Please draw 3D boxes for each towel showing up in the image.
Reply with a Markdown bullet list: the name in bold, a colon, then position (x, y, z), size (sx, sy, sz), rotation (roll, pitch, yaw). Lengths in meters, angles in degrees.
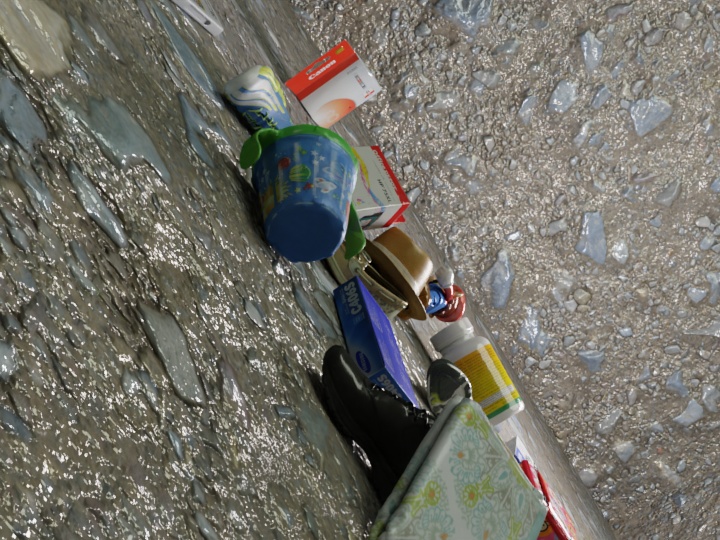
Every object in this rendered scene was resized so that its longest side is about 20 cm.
- **towel**: position (0.100, 0.249, 0.971), size (0.172, 0.048, 0.201), rotation (53, 50, -19)

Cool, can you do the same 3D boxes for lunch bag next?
- **lunch bag**: position (0.315, 0.433, 1.774), size (0.177, 0.081, 0.200), rotation (54, 8, -7)

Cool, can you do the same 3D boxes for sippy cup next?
- **sippy cup**: position (-0.068, -0.085, 1.190), size (0.131, 0.175, 0.141), rotation (-94, -162, -49)

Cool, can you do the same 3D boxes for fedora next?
- **fedora**: position (0.061, -0.009, 1.580), size (0.201, 0.082, 0.201), rotation (46, -11, 11)

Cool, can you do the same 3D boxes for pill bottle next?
- **pill bottle**: position (0.213, 0.196, 1.839), size (0.202, 0.112, 0.113), rotation (61, 9, 12)

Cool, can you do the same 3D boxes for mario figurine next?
- **mario figurine**: position (0.120, 0.040, 1.794), size (0.199, 0.122, 0.108), rotation (4, 92, -63)

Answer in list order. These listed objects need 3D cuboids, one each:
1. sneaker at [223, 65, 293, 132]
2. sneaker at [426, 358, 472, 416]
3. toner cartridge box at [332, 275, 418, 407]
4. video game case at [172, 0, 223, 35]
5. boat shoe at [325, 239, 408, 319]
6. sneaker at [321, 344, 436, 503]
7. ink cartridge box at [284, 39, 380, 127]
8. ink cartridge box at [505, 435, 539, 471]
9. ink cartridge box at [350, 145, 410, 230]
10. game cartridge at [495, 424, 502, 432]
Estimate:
- **sneaker**: position (-0.133, -0.228, 1.419), size (0.106, 0.075, 0.200), rotation (60, 8, 3)
- **sneaker**: position (0.145, 0.205, 1.614), size (0.085, 0.074, 0.201), rotation (60, -2, 48)
- **toner cartridge box**: position (0.018, 0.103, 1.291), size (0.095, 0.043, 0.201), rotation (52, 11, -33)
- **video game case**: position (-0.291, -0.471, 1.494), size (0.202, 0.023, 0.182), rotation (62, 9, 10)
- **boat shoe**: position (0.000, 0.000, 1.454), size (0.201, 0.062, 0.074), rotation (52, 11, -39)
- **sneaker**: position (0.031, 0.160, 1.033), size (0.201, 0.090, 0.076), rotation (58, 11, -2)
- **ink cartridge box**: position (-0.054, -0.392, 2.091), size (0.051, 0.161, 0.200), rotation (59, 9, 17)
- **ink cartridge box**: position (0.327, 0.406, 2.008), size (0.095, 0.044, 0.200), rotation (59, 9, 5)
- **ink cartridge box**: position (-0.005, -0.126, 1.511), size (0.198, 0.067, 0.117), rotation (-11, 66, -44)
- **game cartridge**: position (0.233, 0.242, 2.053), size (0.133, 0.041, 0.201), rotation (42, 20, -51)
